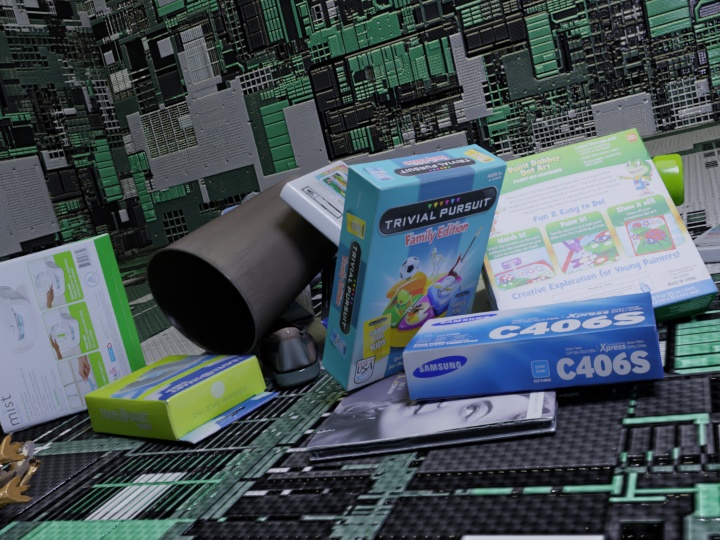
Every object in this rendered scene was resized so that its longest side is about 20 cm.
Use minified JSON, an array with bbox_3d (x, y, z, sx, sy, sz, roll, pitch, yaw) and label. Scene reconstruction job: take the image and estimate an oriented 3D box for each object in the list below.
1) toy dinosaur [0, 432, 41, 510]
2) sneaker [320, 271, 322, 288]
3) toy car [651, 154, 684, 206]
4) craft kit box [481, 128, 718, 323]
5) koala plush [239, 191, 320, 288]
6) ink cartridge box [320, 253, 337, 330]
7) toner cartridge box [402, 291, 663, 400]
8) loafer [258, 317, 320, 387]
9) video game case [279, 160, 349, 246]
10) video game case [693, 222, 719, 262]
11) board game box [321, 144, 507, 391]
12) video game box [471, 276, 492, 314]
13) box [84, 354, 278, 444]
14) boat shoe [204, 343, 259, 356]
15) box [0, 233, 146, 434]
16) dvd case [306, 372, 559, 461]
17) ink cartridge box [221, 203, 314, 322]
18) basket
[{"bbox_3d":[-0.339,0.203,0.655,0.106,0.061,0.200,-37,-4,21],"label":"toy dinosaur"},{"bbox_3d":[-0.004,0.001,1.050,0.070,0.082,0.199,-19,-3,-34],"label":"sneaker"},{"bbox_3d":[0.294,-0.035,0.884,0.160,0.162,0.199,-3,-14,23],"label":"toy car"},{"bbox_3d":[0.210,-0.030,0.738,0.195,0.202,0.049,-13,-29,2],"label":"craft kit box"},{"bbox_3d":[-0.186,-0.007,1.262,0.200,0.184,0.178,-43,-10,-13],"label":"koala plush"},{"bbox_3d":[0.000,0.000,0.924,0.093,0.044,0.201,-32,24,14],"label":"ink cartridge box"},{"bbox_3d":[0.140,0.062,0.619,0.195,0.044,0.095,-9,9,21],"label":"toner cartridge box"},{"bbox_3d":[-0.086,0.080,0.889,0.070,0.064,0.200,-16,10,-11],"label":"loafer"},{"bbox_3d":[0.019,-0.045,0.867,0.024,0.199,0.182,-52,-4,23],"label":"video game case"},{"bbox_3d":[0.485,-0.048,0.892,0.198,0.018,0.141,-24,12,-41],"label":"video game case"},{"bbox_3d":[0.047,-0.003,0.688,0.148,0.204,0.047,-15,38,-35],"label":"board game box"},{"bbox_3d":[0.103,0.035,0.922,0.197,0.048,0.180,-22,14,-33],"label":"video game box"},{"bbox_3d":[-0.195,0.133,0.808,0.197,0.049,0.121,-7,13,43],"label":"box"},{"bbox_3d":[-0.162,0.089,0.988,0.068,0.073,0.200,9,4,-8],"label":"boat shoe"},{"bbox_3d":[-0.384,0.076,0.953,0.172,0.205,0.097,-16,9,-4],"label":"box"},{"bbox_3d":[0.067,0.110,0.633,0.195,0.016,0.149,-11,10,19],"label":"dvd case"},{"bbox_3d":[-0.123,-0.001,1.071,0.074,0.140,0.200,-13,-15,8],"label":"ink cartridge box"},{"bbox_3d":[-0.118,-0.015,0.878,0.177,0.139,0.200,7,36,40],"label":"basket"}]
